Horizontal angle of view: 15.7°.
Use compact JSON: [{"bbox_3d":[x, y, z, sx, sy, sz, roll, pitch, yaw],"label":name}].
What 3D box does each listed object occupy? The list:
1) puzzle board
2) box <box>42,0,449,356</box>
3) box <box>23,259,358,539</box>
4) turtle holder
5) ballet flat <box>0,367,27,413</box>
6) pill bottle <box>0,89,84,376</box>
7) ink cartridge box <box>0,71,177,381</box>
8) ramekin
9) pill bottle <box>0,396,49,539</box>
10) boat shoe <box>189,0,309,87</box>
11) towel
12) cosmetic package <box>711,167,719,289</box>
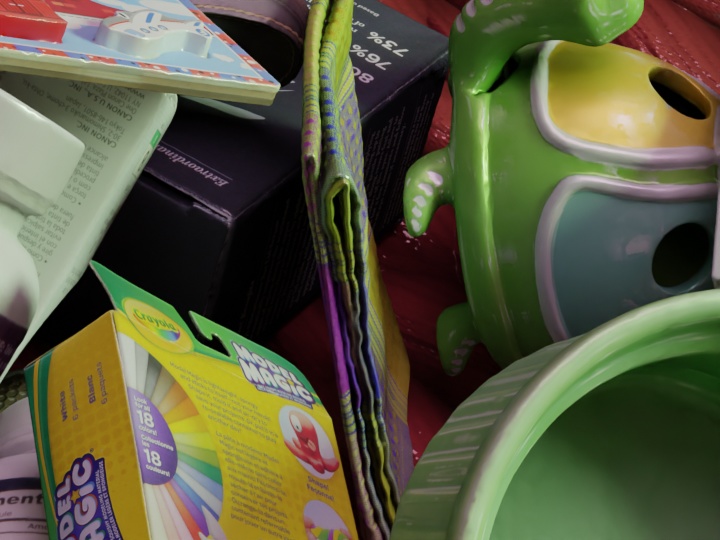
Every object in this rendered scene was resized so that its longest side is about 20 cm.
[{"bbox_3d":[-0.143,-0.108,0.905,0.200,0.017,0.151,6,27,-38],"label":"puzzle board"},{"bbox_3d":[-0.075,-0.055,1.142,0.148,0.104,0.200,30,39,17],"label":"box"},{"bbox_3d":[-0.047,0.099,0.840,0.117,0.048,0.200,30,39,-45],"label":"box"},{"bbox_3d":[0.098,-0.046,1.121,0.131,0.186,0.141,-3,6,17],"label":"turtle holder"},{"bbox_3d":[-0.149,0.068,0.998,0.200,0.067,0.046,-11,75,-31],"label":"ballet flat"},{"bbox_3d":[-0.178,0.022,0.878,0.112,0.200,0.112,31,-3,2],"label":"pill bottle"},{"bbox_3d":[-0.184,-0.019,0.960,0.161,0.200,0.050,30,-1,3],"label":"ink cartridge box"},{"bbox_3d":[0.104,0.108,0.847,0.200,0.200,0.098,2,-5,-19],"label":"ramekin"},{"bbox_3d":[-0.108,0.133,0.876,0.111,0.111,0.200,13,36,-5],"label":"pill bottle"},{"bbox_3d":[-0.119,-0.085,1.028,0.200,0.075,0.073,3,52,-2],"label":"boat shoe"},{"bbox_3d":[0.000,0.000,1.033,0.023,0.200,0.144,-5,36,4],"label":"towel"},{"bbox_3d":[0.187,-0.018,1.096,0.052,0.151,0.200,-3,44,15],"label":"cosmetic package"}]
